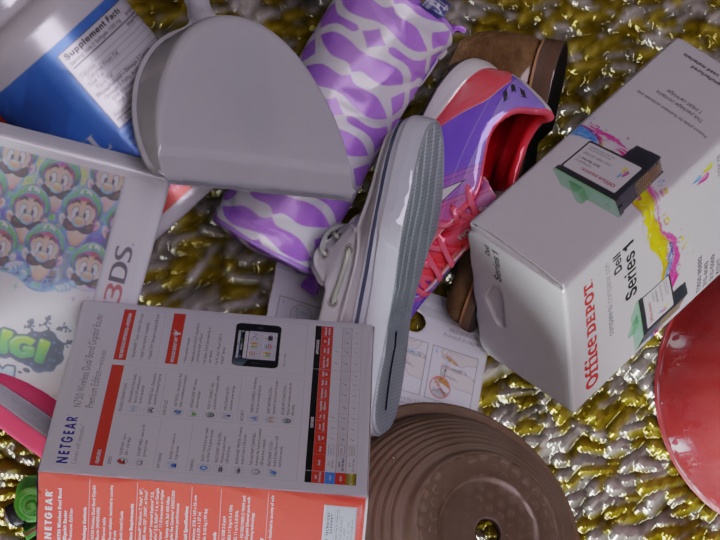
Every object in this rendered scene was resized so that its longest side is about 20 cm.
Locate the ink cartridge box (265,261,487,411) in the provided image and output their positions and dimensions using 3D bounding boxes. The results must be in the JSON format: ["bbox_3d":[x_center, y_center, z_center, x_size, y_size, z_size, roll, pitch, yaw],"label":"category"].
[{"bbox_3d":[-0.005,0.104,1.591,0.161,0.057,0.202,18,61,-16],"label":"ink cartridge box"}]

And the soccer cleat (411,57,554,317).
[{"bbox_3d":[0.052,-0.034,1.553,0.068,0.073,0.201,22,96,-52],"label":"soccer cleat"}]

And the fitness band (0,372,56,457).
[{"bbox_3d":[-0.201,0.146,1.459,0.199,0.144,0.037,37,31,14],"label":"fitness band"}]

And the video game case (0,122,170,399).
[{"bbox_3d":[-0.230,-0.002,1.463,0.198,0.024,0.183,14,114,-8],"label":"video game case"}]

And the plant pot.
[{"bbox_3d":[0.061,0.173,1.517,0.199,0.093,0.203,8,70,-21],"label":"plant pot"}]

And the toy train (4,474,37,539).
[{"bbox_3d":[-0.128,0.114,1.518,0.199,0.042,0.057,-32,102,0],"label":"toy train"}]

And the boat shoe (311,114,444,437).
[{"bbox_3d":[0.000,0.000,1.505,0.066,0.073,0.202,13,94,19],"label":"boat shoe"}]

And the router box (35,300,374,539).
[{"bbox_3d":[-0.083,0.089,1.387,0.178,0.200,0.049,5,117,0],"label":"router box"}]

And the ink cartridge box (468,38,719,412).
[{"bbox_3d":[0.169,-0.028,1.579,0.084,0.145,0.200,36,66,29],"label":"ink cartridge box"}]

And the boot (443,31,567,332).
[{"bbox_3d":[0.078,-0.061,1.618,0.075,0.074,0.202,13,85,10],"label":"boot"}]

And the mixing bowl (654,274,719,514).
[{"bbox_3d":[0.309,0.078,1.653,0.198,0.108,0.202,1,86,-17],"label":"mixing bowl"}]

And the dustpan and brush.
[{"bbox_3d":[-0.085,-0.128,1.482,0.139,0.057,0.202,5,66,-32],"label":"dustpan and brush"}]

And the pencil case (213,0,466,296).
[{"bbox_3d":[-0.015,-0.093,1.550,0.085,0.084,0.201,31,91,-34],"label":"pencil case"}]

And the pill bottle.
[{"bbox_3d":[-0.173,-0.115,1.502,0.112,0.112,0.200,-44,99,-15],"label":"pill bottle"}]
